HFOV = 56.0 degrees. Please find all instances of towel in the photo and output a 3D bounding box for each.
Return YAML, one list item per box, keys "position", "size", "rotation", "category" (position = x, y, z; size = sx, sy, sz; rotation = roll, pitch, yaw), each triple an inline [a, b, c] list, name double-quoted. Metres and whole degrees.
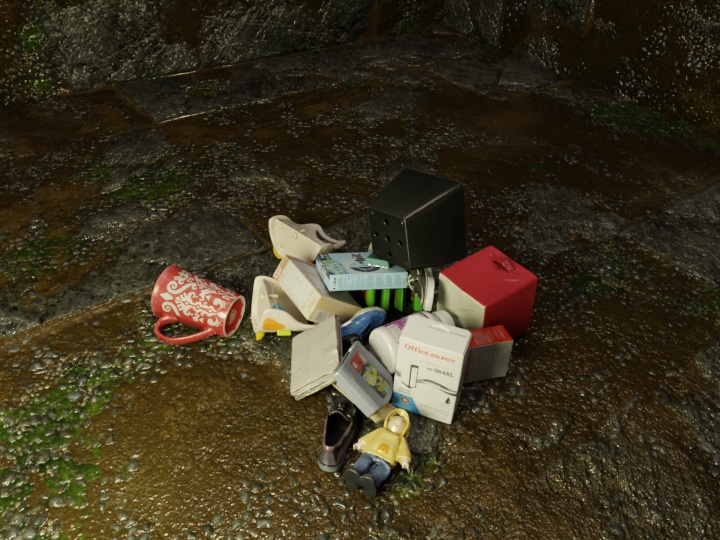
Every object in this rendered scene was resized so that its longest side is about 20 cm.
- position: [-0.102, 0.193, 1.541]
  size: [0.131, 0.035, 0.201]
  rotation: [-29, 34, 14]
  category: "towel"

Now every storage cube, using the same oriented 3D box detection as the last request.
- position: [0.309, 0.076, 1.688]
  size: [0.178, 0.203, 0.171]
  rotation: [-25, 44, -26]
  category: "storage cube"

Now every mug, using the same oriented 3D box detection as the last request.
- position: [-0.402, 0.102, 1.674]
  size: [0.197, 0.181, 0.133]
  rotation: [18, 1, 13]
  category: "mug"

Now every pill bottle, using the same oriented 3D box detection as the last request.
- position: [0.128, 0.164, 1.616]
  size: [0.197, 0.114, 0.112]
  rotation: [-18, 40, -28]
  category: "pill bottle"

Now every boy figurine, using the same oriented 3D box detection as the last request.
- position: [0.052, 0.364, 1.370]
  size: [0.123, 0.065, 0.200]
  rotation: [19, 41, 25]
  category: "boy figurine"

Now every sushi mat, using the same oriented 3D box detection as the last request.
- position: [-0.001, 0.273, 1.505]
  size: [0.199, 0.012, 0.095]
  rotation: [34, 19, 35]
  category: "sushi mat"

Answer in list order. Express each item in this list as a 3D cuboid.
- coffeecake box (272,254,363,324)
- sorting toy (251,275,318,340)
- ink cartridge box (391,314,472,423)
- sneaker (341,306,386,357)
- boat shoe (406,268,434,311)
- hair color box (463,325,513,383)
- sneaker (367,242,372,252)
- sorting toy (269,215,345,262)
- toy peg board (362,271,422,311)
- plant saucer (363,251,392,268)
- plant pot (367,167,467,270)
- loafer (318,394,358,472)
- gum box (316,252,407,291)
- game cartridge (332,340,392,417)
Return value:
- position: [-0.110, 0.056, 1.719]
  size: [0.152, 0.074, 0.200]
  rotation: [20, 19, -43]
  category: "coffeecake box"
- position: [-0.174, 0.110, 1.684]
  size: [0.177, 0.109, 0.200]
  rotation: [8, 20, -18]
  category: "sorting toy"
- position: [0.152, 0.215, 1.468]
  size: [0.144, 0.203, 0.085]
  rotation: [14, 36, 16]
  category: "ink cartridge box"
- position: [-0.005, 0.162, 1.631]
  size: [0.197, 0.078, 0.111]
  rotation: [-19, 34, -23]
  category: "sneaker"
- position: [0.145, 0.028, 1.679]
  size: [0.062, 0.072, 0.201]
  rotation: [4, 35, -5]
  category: "boat shoe"
- position: [0.247, 0.201, 1.575]
  size: [0.196, 0.112, 0.064]
  rotation: [-8, 35, -17]
  category: "hair color box"
- position: [0.112, -0.054, 1.951]
  size: [0.196, 0.082, 0.075]
  rotation: [-7, 34, -17]
  category: "sneaker"
- position: [-0.139, -0.084, 1.952]
  size: [0.199, 0.108, 0.179]
  rotation: [31, 33, 29]
  category: "sorting toy"
- position: [0.079, 0.036, 1.829]
  size: [0.196, 0.100, 0.200]
  rotation: [-1, 20, -9]
  category: "toy peg board"
- position: [0.068, -0.046, 1.757]
  size: [0.069, 0.019, 0.200]
  rotation: [10, 19, 15]
  category: "plant saucer"
- position: [0.128, -0.110, 1.659]
  size: [0.176, 0.203, 0.198]
  rotation: [-29, 36, -32]
  category: "plant pot"
- position: [-0.044, 0.325, 1.411]
  size: [0.070, 0.064, 0.201]
  rotation: [6, 33, 7]
  category: "loafer"
- position: [0.000, 0.000, 1.706]
  size: [0.196, 0.045, 0.170]
  rotation: [-2, 20, -15]
  category: "gum box"
- position: [0.012, 0.236, 1.471]
  size: [0.134, 0.041, 0.200]
  rotation: [50, 16, -3]
  category: "game cartridge"
